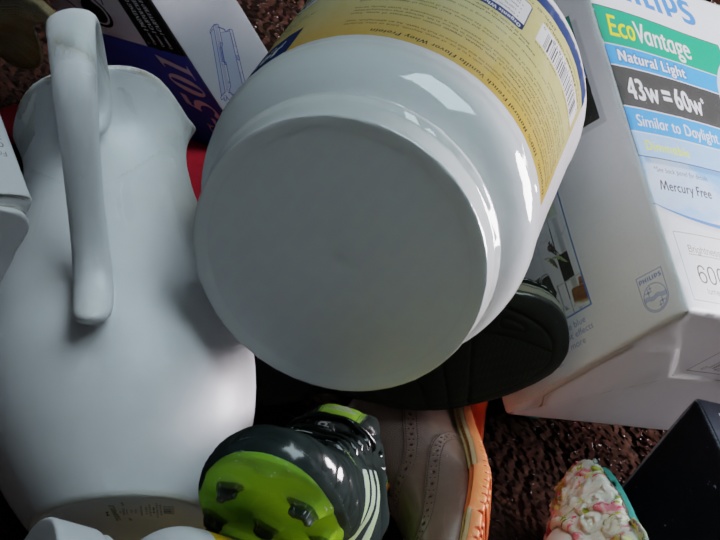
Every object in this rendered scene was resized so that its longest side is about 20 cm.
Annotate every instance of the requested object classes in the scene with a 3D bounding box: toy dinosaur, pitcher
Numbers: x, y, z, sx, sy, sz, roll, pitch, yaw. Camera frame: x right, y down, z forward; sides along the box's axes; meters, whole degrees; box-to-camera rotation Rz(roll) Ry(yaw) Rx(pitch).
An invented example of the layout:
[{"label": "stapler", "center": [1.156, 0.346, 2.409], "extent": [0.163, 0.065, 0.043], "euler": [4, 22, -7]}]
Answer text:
[{"label": "toy dinosaur", "center": [-0.181, -0.135, 1.106], "extent": [0.058, 0.200, 0.101], "euler": [-46, 114, -23]}, {"label": "pitcher", "center": [-0.110, 0.005, 0.983], "extent": [0.121, 0.172, 0.201], "euler": [-6, 68, 2]}]

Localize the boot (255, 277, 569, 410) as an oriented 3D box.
[{"label": "boot", "center": [-0.001, -0.001, 1.140], "extent": [0.203, 0.074, 0.154], "euler": [-4, 32, 6]}]

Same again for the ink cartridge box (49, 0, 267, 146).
[{"label": "ink cartridge box", "center": [-0.109, -0.136, 1.136], "extent": [0.094, 0.200, 0.044], "euler": [20, 64, 38]}]

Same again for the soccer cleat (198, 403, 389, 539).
[{"label": "soccer cleat", "center": [-0.022, 0.087, 0.971], "extent": [0.067, 0.200, 0.081], "euler": [14, 72, 11]}]

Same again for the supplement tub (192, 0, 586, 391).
[{"label": "supplement tub", "center": [0.014, -0.048, 0.998], "extent": [0.144, 0.145, 0.200], "euler": [33, 29, -2]}]

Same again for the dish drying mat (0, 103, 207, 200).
[{"label": "dish drying mat", "center": [-0.099, -0.050, 1.144], "extent": [0.200, 0.018, 0.077], "euler": [24, 22, 40]}]

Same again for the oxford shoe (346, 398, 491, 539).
[{"label": "oxford shoe", "center": [0.025, 0.101, 1.113], "extent": [0.073, 0.071, 0.200], "euler": [4, 37, -1]}]

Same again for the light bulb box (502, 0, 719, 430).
[{"label": "light bulb box", "center": [0.153, -0.032, 1.194], "extent": [0.198, 0.125, 0.201], "euler": [9, 58, -45]}]

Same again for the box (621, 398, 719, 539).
[{"label": "box", "center": [0.240, 0.181, 1.146], "extent": [0.182, 0.104, 0.200], "euler": [13, 39, -31]}]

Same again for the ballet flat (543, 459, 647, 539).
[{"label": "ballet flat", "center": [0.118, 0.168, 1.078], "extent": [0.064, 0.076, 0.200], "euler": [-11, 43, -14]}]

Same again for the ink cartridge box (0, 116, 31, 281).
[{"label": "ink cartridge box", "center": [-0.226, -0.051, 1.000], "extent": [0.084, 0.145, 0.200], "euler": [5, 43, -34]}]

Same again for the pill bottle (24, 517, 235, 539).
[{"label": "pill bottle", "center": [-0.044, 0.167, 0.908], "extent": [0.199, 0.113, 0.113], "euler": [21, 35, -19]}]

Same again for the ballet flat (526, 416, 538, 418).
[{"label": "ballet flat", "center": [0.123, 0.008, 1.296], "extent": [0.068, 0.068, 0.200], "euler": [36, 32, -15]}]
